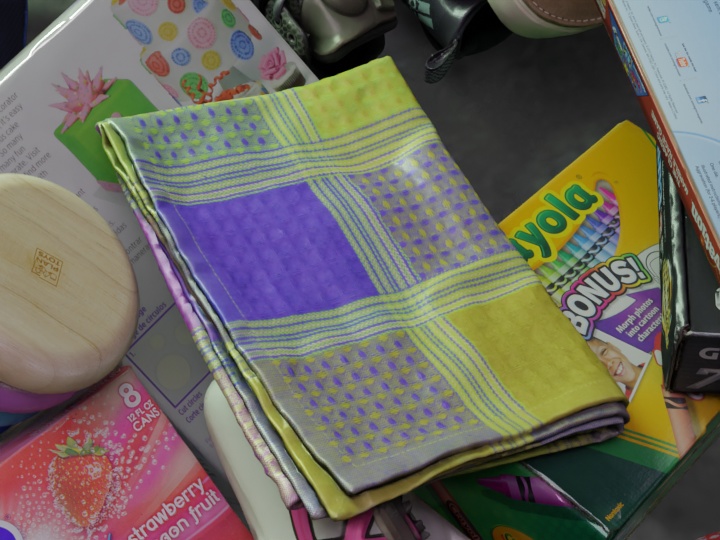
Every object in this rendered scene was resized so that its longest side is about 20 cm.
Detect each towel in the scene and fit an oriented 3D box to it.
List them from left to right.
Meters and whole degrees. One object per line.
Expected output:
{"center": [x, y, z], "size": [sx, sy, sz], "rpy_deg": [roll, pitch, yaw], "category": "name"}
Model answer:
{"center": [0.000, 0.000, 0.703], "size": [0.143, 0.023, 0.200], "rpy_deg": [-13, 54, -28], "category": "towel"}

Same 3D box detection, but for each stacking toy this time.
{"center": [-0.172, 0.044, 0.728], "size": [0.085, 0.200, 0.085], "rpy_deg": [25, 48, -31], "category": "stacking toy"}

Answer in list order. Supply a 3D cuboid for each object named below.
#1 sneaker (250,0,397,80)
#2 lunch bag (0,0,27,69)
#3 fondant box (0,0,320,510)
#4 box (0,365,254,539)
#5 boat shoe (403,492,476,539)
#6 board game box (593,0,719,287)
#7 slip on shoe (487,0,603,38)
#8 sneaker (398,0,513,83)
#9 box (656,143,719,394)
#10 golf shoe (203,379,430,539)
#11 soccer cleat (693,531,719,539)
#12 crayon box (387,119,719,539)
{"center": [-0.046, -0.152, 0.806], "size": [0.114, 0.200, 0.076], "rpy_deg": [14, 48, 45], "category": "sneaker"}
{"center": [-0.228, -0.132, 0.812], "size": [0.132, 0.200, 0.136], "rpy_deg": [-3, 62, 3], "category": "lunch bag"}
{"center": [-0.067, -0.020, 0.782], "size": [0.144, 0.058, 0.200], "rpy_deg": [-46, 106, -18], "category": "fondant box"}
{"center": [-0.146, 0.135, 0.703], "size": [0.200, 0.095, 0.103], "rpy_deg": [-37, 96, -29], "category": "box"}
{"center": [0.017, 0.146, 0.746], "size": [0.069, 0.071, 0.200], "rpy_deg": [-11, 66, -5], "category": "boat shoe"}
{"center": [0.166, -0.056, 0.726], "size": [0.103, 0.019, 0.200], "rpy_deg": [-13, 54, -5], "category": "board game box"}
{"center": [0.138, -0.165, 0.859], "size": [0.200, 0.061, 0.076], "rpy_deg": [-24, 90, -33], "category": "slip on shoe"}
{"center": [0.018, -0.148, 0.881], "size": [0.200, 0.078, 0.140], "rpy_deg": [-2, 64, 1], "category": "sneaker"}
{"center": [0.218, -0.039, 0.754], "size": [0.200, 0.050, 0.199], "rpy_deg": [3, 53, 3], "category": "box"}
{"center": [-0.011, 0.126, 0.679], "size": [0.092, 0.073, 0.200], "rpy_deg": [-29, 77, -12], "category": "golf shoe"}
{"center": [0.189, 0.122, 0.746], "size": [0.200, 0.085, 0.069], "rpy_deg": [-11, 65, -4], "category": "soccer cleat"}
{"center": [0.095, 0.031, 0.766], "size": [0.119, 0.058, 0.200], "rpy_deg": [38, 47, 15], "category": "crayon box"}
